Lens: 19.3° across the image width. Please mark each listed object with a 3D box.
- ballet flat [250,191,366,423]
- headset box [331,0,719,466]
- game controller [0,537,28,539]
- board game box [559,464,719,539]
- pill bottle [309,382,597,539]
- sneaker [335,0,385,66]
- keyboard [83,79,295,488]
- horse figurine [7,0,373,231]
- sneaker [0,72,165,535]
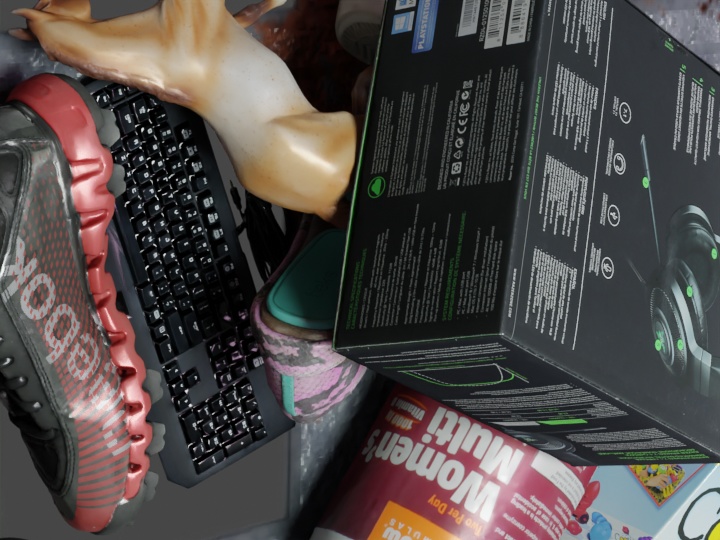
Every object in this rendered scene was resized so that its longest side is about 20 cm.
[{"bbox_3d":[0.000,0.000,0.993,0.200,0.069,0.072,-58,161,-50],"label":"ballet flat"},{"bbox_3d":[0.095,-0.019,0.938,0.199,0.092,0.176,26,65,-45],"label":"headset box"},{"bbox_3d":[-0.103,0.198,0.944,0.199,0.042,0.105,28,100,-17],"label":"game controller"},{"bbox_3d":[0.142,0.144,1.102,0.200,0.105,0.103,-49,129,1],"label":"board game box"},{"bbox_3d":[0.040,0.126,1.043,0.109,0.109,0.201,41,73,-38],"label":"pill bottle"},{"bbox_3d":[0.071,-0.116,1.044,0.199,0.074,0.085,32,67,-46],"label":"sneaker"},{"bbox_3d":[-0.068,-0.003,0.969,0.104,0.039,0.202,-32,120,-30],"label":"keyboard"},{"bbox_3d":[-0.039,-0.080,0.926,0.200,0.050,0.133,45,47,-4],"label":"horse figurine"},{"bbox_3d":[-0.142,0.023,0.891,0.097,0.071,0.203,-21,110,-36],"label":"sneaker"}]
